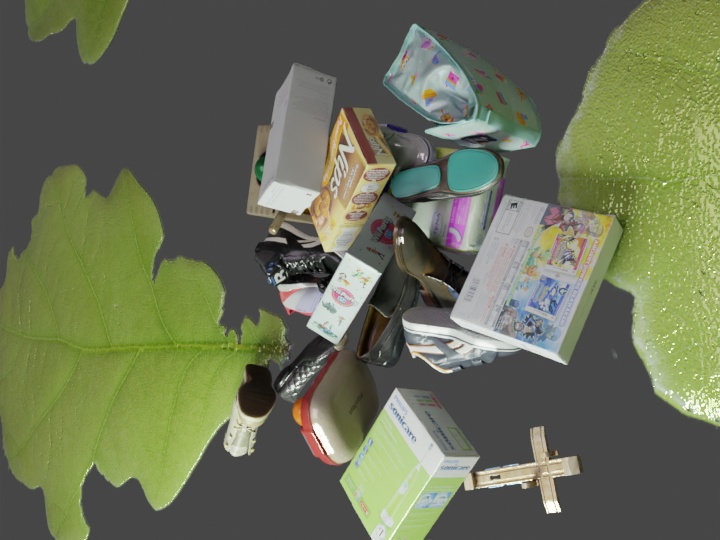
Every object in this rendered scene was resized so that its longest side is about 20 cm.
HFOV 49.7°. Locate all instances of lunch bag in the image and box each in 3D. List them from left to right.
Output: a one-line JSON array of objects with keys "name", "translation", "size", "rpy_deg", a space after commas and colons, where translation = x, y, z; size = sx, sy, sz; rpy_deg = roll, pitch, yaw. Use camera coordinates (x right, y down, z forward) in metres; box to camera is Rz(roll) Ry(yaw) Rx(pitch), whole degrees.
[{"name": "lunch bag", "translation": [0.155, -0.248, 1.134], "size": [0.201, 0.168, 0.123], "rpy_deg": [50, 117, 38]}]

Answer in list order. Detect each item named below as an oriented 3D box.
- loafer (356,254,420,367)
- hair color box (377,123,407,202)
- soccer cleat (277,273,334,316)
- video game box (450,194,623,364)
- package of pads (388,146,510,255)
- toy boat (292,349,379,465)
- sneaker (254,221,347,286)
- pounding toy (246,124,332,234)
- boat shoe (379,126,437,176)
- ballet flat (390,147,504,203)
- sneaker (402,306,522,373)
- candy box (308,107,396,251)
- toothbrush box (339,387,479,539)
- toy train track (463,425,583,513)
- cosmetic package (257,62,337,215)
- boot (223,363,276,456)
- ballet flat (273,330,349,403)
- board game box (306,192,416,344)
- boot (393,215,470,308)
[{"name": "loafer", "translation": [0.045, 0.060, 1.277], "size": [0.072, 0.071, 0.205], "rpy_deg": [14, 94, 45]}, {"name": "hair color box", "translation": [0.012, -0.146, 1.340], "size": [0.108, 0.064, 0.206], "rpy_deg": [8, 93, 43]}, {"name": "soccer cleat", "translation": [-0.069, 0.049, 1.407], "size": [0.197, 0.068, 0.075], "rpy_deg": [3, 112, 40]}, {"name": "video game box", "translation": [0.240, 0.005, 1.071], "size": [0.180, 0.047, 0.203], "rpy_deg": [18, 78, 46]}, {"name": "package of pads", "translation": [0.128, -0.110, 1.219], "size": [0.198, 0.067, 0.159], "rpy_deg": [15, 95, 45]}, {"name": "toy boat", "translation": [-0.055, 0.223, 1.275], "size": [0.128, 0.201, 0.133], "rpy_deg": [-15, 112, 31]}, {"name": "sneaker", "translation": [-0.108, -0.006, 1.390], "size": [0.197, 0.074, 0.112], "rpy_deg": [23, 63, 37]}, {"name": "pounding toy", "translation": [-0.108, -0.152, 1.360], "size": [0.140, 0.197, 0.189], "rpy_deg": [9, 92, 45]}, {"name": "boat shoe", "translation": [0.033, -0.195, 1.230], "size": [0.198, 0.069, 0.072], "rpy_deg": [26, 98, 45]}, {"name": "ballet flat", "translation": [0.134, -0.134, 1.122], "size": [0.197, 0.068, 0.070], "rpy_deg": [-3, 81, 42]}, {"name": "sneaker", "translation": [0.157, 0.108, 1.162], "size": [0.196, 0.078, 0.081], "rpy_deg": [9, 119, 34]}, {"name": "candy box", "translation": [-0.021, -0.137, 1.209], "size": [0.201, 0.054, 0.117], "rpy_deg": [-60, 44, 46]}, {"name": "toothbrush box", "translation": [0.071, 0.309, 1.207], "size": [0.146, 0.085, 0.203], "rpy_deg": [50, 120, 44]}, {"name": "toy train track", "translation": [0.221, 0.290, 1.108], "size": [0.198, 0.032, 0.118], "rpy_deg": [-23, 70, 42]}, {"name": "cosmetic package", "translation": [-0.100, -0.204, 1.233], "size": [0.113, 0.079, 0.205], "rpy_deg": [144, 137, -63]}, {"name": "boot", "translation": [-0.213, 0.284, 1.463], "size": [0.200, 0.070, 0.158], "rpy_deg": [-110, 37, -72]}, {"name": "ballet flat", "translation": [-0.084, 0.170, 1.419], "size": [0.200, 0.056, 0.067], "rpy_deg": [-42, 23, 29]}, {"name": "board game box", "translation": [0.000, 0.000, 1.205], "size": [0.063, 0.149, 0.201], "rpy_deg": [30, 139, 1]}, {"name": "boot", "translation": [0.121, -0.008, 1.148], "size": [0.095, 0.201, 0.076], "rpy_deg": [11, 62, 35]}]
